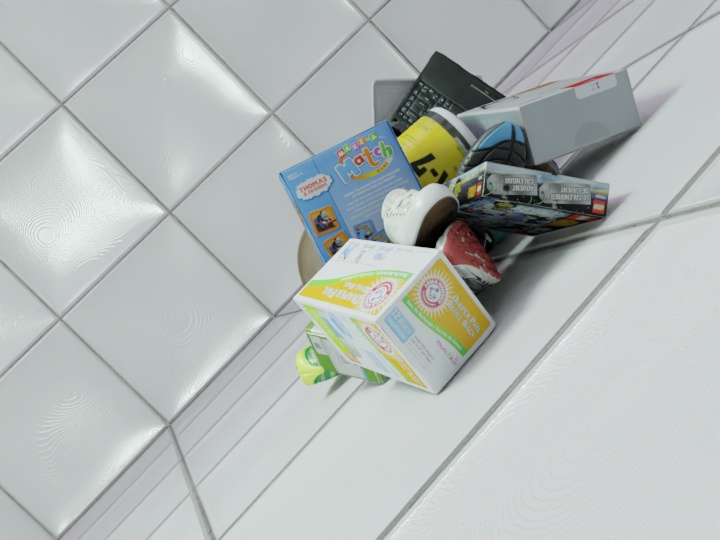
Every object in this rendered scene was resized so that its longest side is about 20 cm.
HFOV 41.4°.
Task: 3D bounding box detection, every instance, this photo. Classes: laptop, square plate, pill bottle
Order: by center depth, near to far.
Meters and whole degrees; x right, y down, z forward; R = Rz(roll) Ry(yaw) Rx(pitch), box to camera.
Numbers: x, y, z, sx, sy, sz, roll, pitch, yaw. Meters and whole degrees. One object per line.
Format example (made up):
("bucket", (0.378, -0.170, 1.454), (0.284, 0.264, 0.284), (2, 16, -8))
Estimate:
("pill bottle", (0.062, -0.112, 1.259), (0.200, 0.114, 0.114), (-41, 5, -6))
("laptop", (0.109, -0.195, 1.356), (0.200, 0.177, 0.103), (-55, -16, 10))
("square plate", (0.099, -0.202, 1.484), (0.199, 0.199, 0.028), (-8, 20, -27))

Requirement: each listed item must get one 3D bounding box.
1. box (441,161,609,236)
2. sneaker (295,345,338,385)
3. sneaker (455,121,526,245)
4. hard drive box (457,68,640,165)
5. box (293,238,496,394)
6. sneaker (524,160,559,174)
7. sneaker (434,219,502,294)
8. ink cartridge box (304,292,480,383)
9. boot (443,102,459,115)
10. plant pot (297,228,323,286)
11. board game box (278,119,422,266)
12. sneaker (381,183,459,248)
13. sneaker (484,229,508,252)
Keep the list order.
("box", (0.168, -0.075, 1.053), (0.200, 0.136, 0.040), (162, 115, -78))
("sneaker", (-0.024, 0.116, 1.446), (0.083, 0.074, 0.200), (-11, 18, 27))
("sneaker", (0.143, -0.105, 1.188), (0.082, 0.073, 0.201), (-90, 20, -55))
("hard drive box", (0.240, -0.195, 1.241), (0.155, 0.077, 0.200), (-21, 12, -14))
("box", (0.032, 0.043, 1.025), (0.101, 0.113, 0.200), (-46, 24, -17))
("sneaker", (0.231, -0.136, 1.334), (0.109, 0.070, 0.200), (-49, 4, -26))
("sneaker", (0.107, 0.004, 1.055), (0.082, 0.078, 0.200), (-34, -14, 3))
("ink cartridge box", (0.054, 0.068, 1.192), (0.199, 0.076, 0.148), (9, 45, 40))
("boot", (0.117, -0.139, 1.450), (0.168, 0.201, 0.076), (-39, 37, -18))
("plant pot", (0.000, 0.000, 1.355), (0.201, 0.201, 0.093), (-42, 8, 23))
("board game box", (0.011, -0.062, 1.166), (0.151, 0.201, 0.037), (-27, -2, -7))
("sneaker", (0.054, -0.060, 1.052), (0.073, 0.085, 0.200), (-40, -11, -11))
("sneaker", (0.139, -0.046, 1.338), (0.080, 0.071, 0.200), (-42, 6, -18))
